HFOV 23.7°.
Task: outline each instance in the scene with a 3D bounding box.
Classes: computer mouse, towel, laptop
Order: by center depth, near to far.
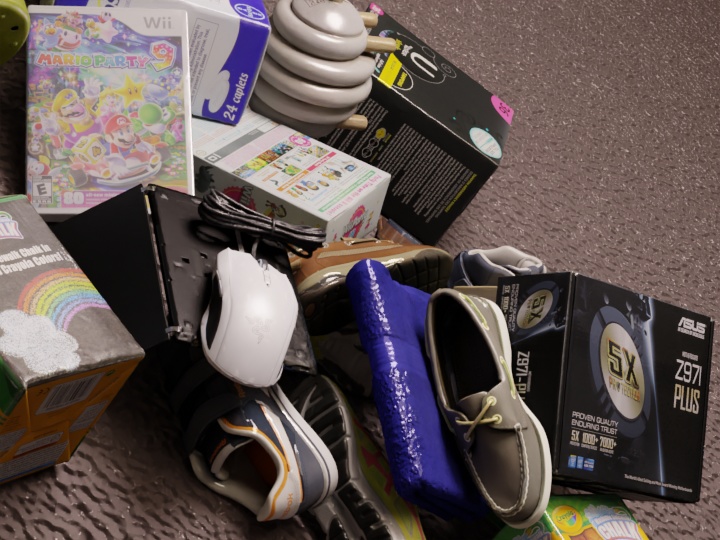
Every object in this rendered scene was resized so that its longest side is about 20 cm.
[{"bbox_3d":[-0.077,0.011,1.317,0.109,0.044,0.201,25,34,-19],"label":"computer mouse"},{"bbox_3d":[-0.155,0.028,1.359,0.198,0.104,0.178,16,38,-29],"label":"laptop"},{"bbox_3d":[0.042,0.102,1.400,0.147,0.049,0.202,31,40,-56],"label":"towel"}]

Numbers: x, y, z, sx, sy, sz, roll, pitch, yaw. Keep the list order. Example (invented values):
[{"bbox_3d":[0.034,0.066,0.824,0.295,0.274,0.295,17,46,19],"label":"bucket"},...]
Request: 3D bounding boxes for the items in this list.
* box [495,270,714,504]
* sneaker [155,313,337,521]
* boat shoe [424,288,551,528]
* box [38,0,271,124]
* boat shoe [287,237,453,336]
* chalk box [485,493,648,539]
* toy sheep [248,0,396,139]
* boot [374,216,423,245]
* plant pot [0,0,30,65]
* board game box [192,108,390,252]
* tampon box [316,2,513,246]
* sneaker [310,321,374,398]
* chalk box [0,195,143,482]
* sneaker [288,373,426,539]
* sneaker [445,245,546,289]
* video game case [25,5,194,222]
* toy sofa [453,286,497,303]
[{"bbox_3d":[0.203,0.102,1.449,0.199,0.086,0.166,17,75,-41],"label":"box"},{"bbox_3d":[-0.106,0.111,1.343,0.200,0.079,0.079,45,36,19],"label":"sneaker"},{"bbox_3d":[0.096,0.107,1.363,0.060,0.072,0.204,26,42,-50],"label":"boat shoe"},{"bbox_3d":[-0.199,-0.243,1.621,0.198,0.106,0.184,14,25,-17],"label":"box"},{"bbox_3d":[0.000,0.000,1.483,0.199,0.076,0.074,-7,40,-48],"label":"boat shoe"},{"bbox_3d":[0.170,0.263,1.404,0.124,0.124,0.201,4,45,-47],"label":"chalk box"},{"bbox_3d":[-0.044,-0.202,1.658,0.136,0.202,0.138,15,28,-8],"label":"toy sheep"},{"bbox_3d":[0.021,0.006,1.651,0.074,0.097,0.200,37,1,5],"label":"boot"},{"bbox_3d":[-0.374,-0.268,1.461,0.199,0.200,0.195,-2,62,-50],"label":"plant pot"},{"bbox_3d":[-0.092,-0.083,1.578,0.198,0.065,0.147,25,28,15],"label":"board game box"},{"bbox_3d":[0.045,-0.155,1.822,0.199,0.127,0.150,35,30,-8],"label":"tampon box"},{"bbox_3d":[-0.024,0.044,1.530,0.199,0.075,0.085,26,32,-23],"label":"sneaker"},{"bbox_3d":[-0.273,0.035,1.197,0.200,0.124,0.124,49,32,19],"label":"chalk box"},{"bbox_3d":[-0.001,0.175,1.391,0.090,0.078,0.201,14,44,-49],"label":"sneaker"},{"bbox_3d":[0.139,0.072,1.608,0.203,0.146,0.077,51,30,17],"label":"sneaker"},{"bbox_3d":[-0.216,-0.136,1.475,0.141,0.018,0.202,0,67,-10],"label":"video game case"},{"bbox_3d":[0.170,0.075,1.536,0.199,0.082,0.099,12,82,-41],"label":"toy sofa"}]
